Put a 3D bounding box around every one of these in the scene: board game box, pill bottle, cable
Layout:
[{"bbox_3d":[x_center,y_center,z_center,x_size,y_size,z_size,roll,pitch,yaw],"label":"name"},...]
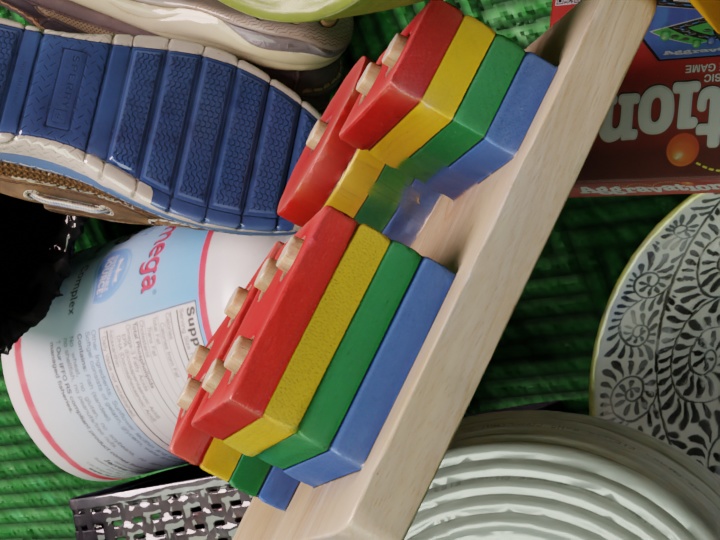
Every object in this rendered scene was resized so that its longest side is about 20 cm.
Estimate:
[{"bbox_3d":[0.159,-0.079,0.726,0.200,0.103,0.019,-1,164,30],"label":"board game box"},{"bbox_3d":[-0.057,0.025,0.906,0.200,0.109,0.109,-17,111,36],"label":"pill bottle"},{"bbox_3d":[0.065,0.151,0.752,0.200,0.069,0.200,-37,80,16],"label":"cable"}]

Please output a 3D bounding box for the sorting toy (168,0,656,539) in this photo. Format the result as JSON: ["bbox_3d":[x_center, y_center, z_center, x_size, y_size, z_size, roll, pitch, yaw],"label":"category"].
[{"bbox_3d":[0.000,0.000,0.713,0.070,0.200,0.199,28,164,-8],"label":"sorting toy"}]

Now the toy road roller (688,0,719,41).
[{"bbox_3d":[0.161,-0.102,0.603,0.123,0.146,0.200,-39,128,10],"label":"toy road roller"}]

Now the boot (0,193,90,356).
[{"bbox_3d":[-0.197,0.015,0.926,0.073,0.199,0.162,23,168,-37],"label":"boot"}]

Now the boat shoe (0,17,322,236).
[{"bbox_3d":[-0.103,-0.056,0.831,0.200,0.072,0.072,17,162,-3],"label":"boat shoe"}]

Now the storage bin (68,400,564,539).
[{"bbox_3d":[-0.009,0.122,0.888,0.200,0.135,0.094,-11,88,20],"label":"storage bin"}]

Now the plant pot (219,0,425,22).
[{"bbox_3d":[0.013,-0.164,0.676,0.187,0.200,0.187,15,127,20],"label":"plant pot"}]

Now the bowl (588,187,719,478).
[{"bbox_3d":[0.196,0.049,0.771,0.200,0.094,0.201,5,101,28],"label":"bowl"}]

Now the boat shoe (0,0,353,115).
[{"bbox_3d":[-0.101,-0.105,0.866,0.200,0.075,0.073,21,129,18],"label":"boat shoe"}]
